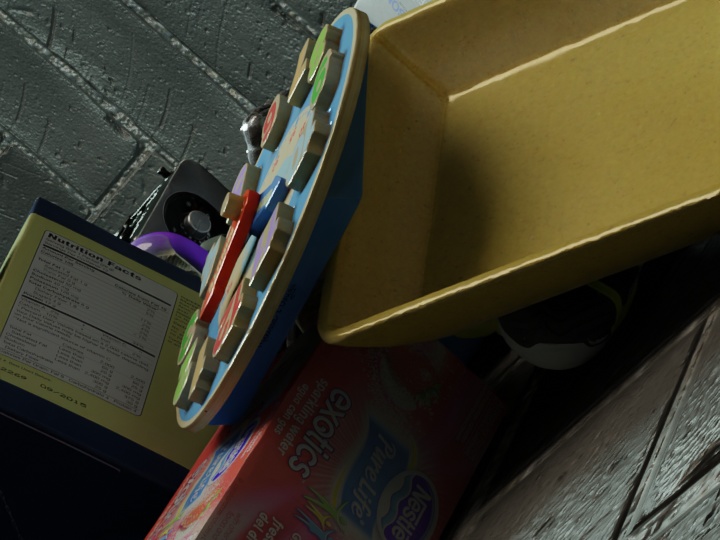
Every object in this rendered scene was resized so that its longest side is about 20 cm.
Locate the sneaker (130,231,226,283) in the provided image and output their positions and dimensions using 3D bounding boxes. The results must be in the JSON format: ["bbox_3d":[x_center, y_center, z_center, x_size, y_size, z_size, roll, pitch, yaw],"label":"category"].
[{"bbox_3d":[-0.086,0.017,1.477,0.069,0.200,0.100,-11,57,15],"label":"sneaker"}]

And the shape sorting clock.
[{"bbox_3d":[-0.042,-0.024,1.169,0.200,0.039,0.201,-160,90,-76],"label":"shape sorting clock"}]

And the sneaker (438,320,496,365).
[{"bbox_3d":[0.056,-0.013,1.405,0.105,0.076,0.200,-48,7,26],"label":"sneaker"}]

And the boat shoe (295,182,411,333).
[{"bbox_3d":[0.000,0.000,1.258,0.074,0.063,0.200,-10,-23,-1],"label":"boat shoe"}]

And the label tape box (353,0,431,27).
[{"bbox_3d":[0.082,-0.175,1.394,0.144,0.063,0.200,-28,-17,-30],"label":"label tape box"}]

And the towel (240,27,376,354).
[{"bbox_3d":[0.006,-0.037,1.447,0.200,0.085,0.167,-41,-40,-57],"label":"towel"}]

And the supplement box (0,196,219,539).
[{"bbox_3d":[-0.161,0.110,1.329,0.201,0.134,0.200,-59,9,27],"label":"supplement box"}]

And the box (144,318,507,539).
[{"bbox_3d":[-0.026,0.110,1.156,0.103,0.095,0.200,-43,9,39],"label":"box"}]

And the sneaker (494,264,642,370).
[{"bbox_3d":[0.088,0.002,1.198,0.200,0.075,0.077,-87,-1,-66],"label":"sneaker"}]

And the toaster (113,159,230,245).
[{"bbox_3d":[-0.144,0.061,1.634,0.200,0.118,0.181,-44,13,39],"label":"toaster"}]

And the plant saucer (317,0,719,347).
[{"bbox_3d":[0.085,-0.058,1.119,0.199,0.048,0.201,-21,39,27],"label":"plant saucer"}]
